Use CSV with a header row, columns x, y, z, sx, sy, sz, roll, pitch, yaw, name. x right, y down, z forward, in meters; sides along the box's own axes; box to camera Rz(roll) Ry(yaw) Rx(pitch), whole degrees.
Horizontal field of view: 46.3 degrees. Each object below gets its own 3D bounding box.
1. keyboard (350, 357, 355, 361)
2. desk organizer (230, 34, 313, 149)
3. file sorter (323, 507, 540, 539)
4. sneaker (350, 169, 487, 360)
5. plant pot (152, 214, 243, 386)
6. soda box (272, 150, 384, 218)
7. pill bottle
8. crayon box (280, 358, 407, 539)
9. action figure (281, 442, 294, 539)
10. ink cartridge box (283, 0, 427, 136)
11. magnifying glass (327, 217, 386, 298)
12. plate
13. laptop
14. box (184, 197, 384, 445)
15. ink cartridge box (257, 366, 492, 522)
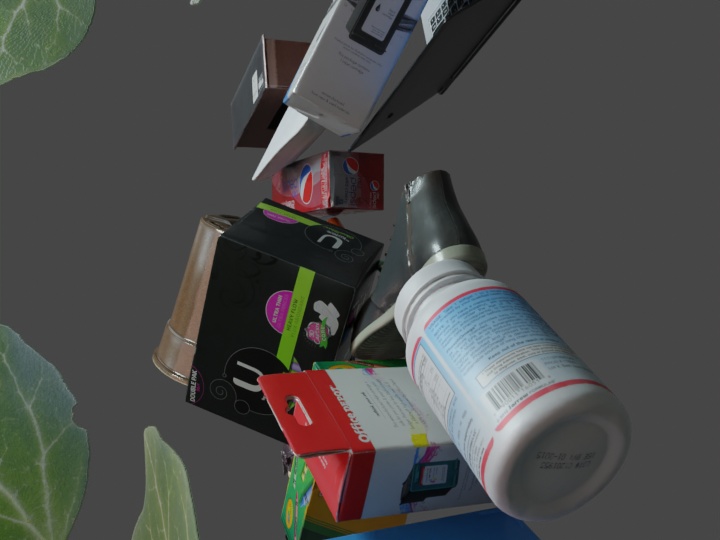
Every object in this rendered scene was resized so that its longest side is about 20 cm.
x,y,z,sx,sy,sz,roll,pitch,yaw,name
-0.018,0.171,0.992,0.127,0.020,0.202,119,143,-56,keyboard
-0.116,-0.232,1.133,0.200,0.076,0.073,144,123,-65,desk organizer
0.054,0.277,0.617,0.139,0.197,0.124,-140,51,-60,file sorter
0.047,0.003,0.800,0.200,0.074,0.107,-49,41,43,sneaker
-0.158,0.040,1.123,0.200,0.198,0.201,34,111,61,plant pot
-0.042,-0.097,0.989,0.200,0.069,0.064,-178,89,-66,soda box
0.100,0.076,0.623,0.200,0.107,0.110,-124,42,-52,pill bottle
-0.002,0.186,0.835,0.058,0.117,0.202,-127,44,-53,crayon box
-0.062,0.252,1.012,0.201,0.068,0.131,-106,7,-53,action figure
0.010,-0.221,0.718,0.202,0.067,0.116,-62,12,1,ink cartridge box
0.000,0.000,0.957,0.200,0.022,0.080,56,138,49,magnifying glass
-0.045,-0.204,0.961,0.199,0.032,0.202,-27,35,63,plate
0.060,-0.229,0.710,0.187,0.114,0.203,137,129,-57,laptop
-0.079,0.054,0.882,0.124,0.147,0.202,-55,-17,-63,box
0.019,0.137,0.691,0.116,0.198,0.068,-132,48,-56,ink cartridge box
